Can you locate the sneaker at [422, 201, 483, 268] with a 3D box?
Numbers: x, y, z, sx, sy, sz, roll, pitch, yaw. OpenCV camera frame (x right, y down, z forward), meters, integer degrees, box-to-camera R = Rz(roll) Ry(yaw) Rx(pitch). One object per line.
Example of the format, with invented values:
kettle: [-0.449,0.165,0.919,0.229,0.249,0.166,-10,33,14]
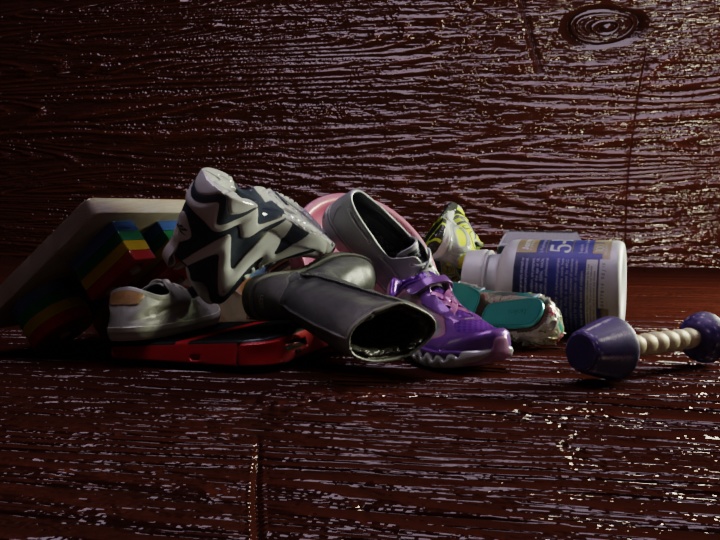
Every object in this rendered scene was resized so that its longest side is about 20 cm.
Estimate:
sneaker: [0.138,-0.044,1.189,0.076,0.076,0.200,32,22,-2]

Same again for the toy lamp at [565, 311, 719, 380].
toy lamp: [0.264,0.068,0.742,0.199,0.059,0.058,1,2,-38]

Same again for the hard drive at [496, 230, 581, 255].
hard drive: [0.278,0.002,1.218,0.134,0.043,0.200,2,-29,17]

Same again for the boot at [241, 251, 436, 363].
boot: [-0.001,0.030,0.783,0.181,0.073,0.199,-18,13,-37]

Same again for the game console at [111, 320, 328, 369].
game console: [-0.133,0.076,0.845,0.175,0.031,0.200,-4,1,19]

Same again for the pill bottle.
pill bottle: [0.235,0.020,1.033,0.198,0.121,0.120,1,3,21]

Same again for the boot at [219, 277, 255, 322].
boot: [-0.097,0.051,1.036,0.143,0.072,0.201,9,-4,-27]

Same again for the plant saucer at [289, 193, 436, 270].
plant saucer: [0.000,0.000,0.975,0.199,0.202,0.051,-1,-31,-32]

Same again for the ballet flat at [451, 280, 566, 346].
ballet flat: [0.157,0.058,0.955,0.064,0.076,0.199,37,-16,-36]

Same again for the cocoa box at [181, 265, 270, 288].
cocoa box: [-0.219,0.001,1.202,0.132,0.133,0.199,2,3,31]

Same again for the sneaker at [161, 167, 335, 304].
sneaker: [-0.124,-0.019,0.852,0.080,0.130,0.199,48,17,30]

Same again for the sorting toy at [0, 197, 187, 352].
sorting toy: [-0.272,0.011,0.871,0.198,0.070,0.200,-39,-10,20]

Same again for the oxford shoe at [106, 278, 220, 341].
oxford shoe: [-0.203,0.037,0.853,0.074,0.058,0.200,-5,0,14]

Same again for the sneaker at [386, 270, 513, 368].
sneaker: [0.078,0.046,0.814,0.080,0.089,0.200,0,4,-27]

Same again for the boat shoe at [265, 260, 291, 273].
boat shoe: [-0.090,0.008,1.104,0.072,0.072,0.199,31,-41,-27]

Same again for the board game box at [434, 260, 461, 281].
board game box: [0.078,0.013,1.274,0.198,0.106,0.023,1,5,26]

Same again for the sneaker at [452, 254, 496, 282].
sneaker: [0.179,0.022,1.158,0.198,0.092,0.078,2,-13,17]

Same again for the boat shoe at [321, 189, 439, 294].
boat shoe: [0.046,-0.014,0.923,0.072,0.200,0.068,-45,4,-40]
